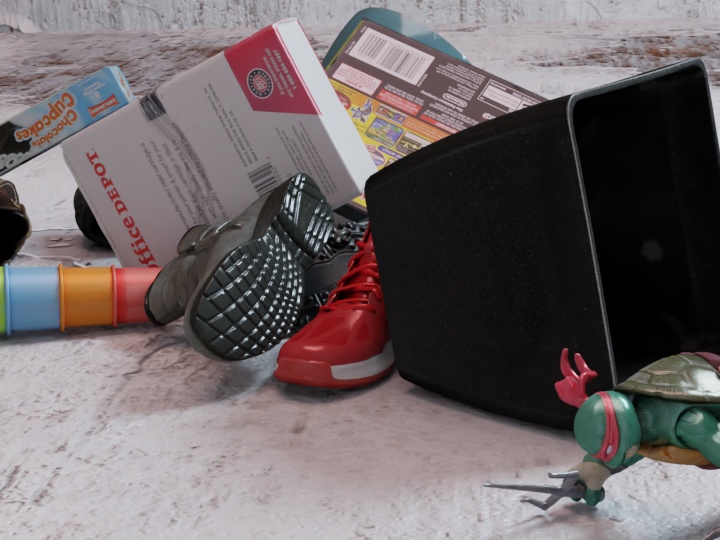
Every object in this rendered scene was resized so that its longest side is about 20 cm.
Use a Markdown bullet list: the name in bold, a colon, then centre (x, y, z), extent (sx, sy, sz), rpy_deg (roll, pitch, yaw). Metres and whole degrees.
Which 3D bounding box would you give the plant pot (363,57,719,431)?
- **plant pot**: centre (0.119, -0.015, 1.044), extent (0.177, 0.201, 0.200), rpy_deg (-5, 10, 37)

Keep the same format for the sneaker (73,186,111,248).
- **sneaker**: centre (-0.169, -0.081, 1.474), extent (0.199, 0.077, 0.114), rpy_deg (-28, 24, 1)

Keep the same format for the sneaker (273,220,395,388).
- **sneaker**: centre (0.000, 0.003, 1.109), extent (0.078, 0.116, 0.200), rpy_deg (4, 15, 23)

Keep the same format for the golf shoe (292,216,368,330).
- **golf shoe**: centre (0.000, 0.000, 1.245), extent (0.199, 0.078, 0.095), rpy_deg (-30, -18, -26)

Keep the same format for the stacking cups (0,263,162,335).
- **stacking cups**: centre (-0.240, 0.018, 1.197), extent (0.199, 0.061, 0.061), rpy_deg (-4, 14, -10)

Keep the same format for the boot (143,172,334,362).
- **boot**: centre (-0.101, 0.016, 1.138), extent (0.130, 0.068, 0.200), rpy_deg (-25, 20, 32)

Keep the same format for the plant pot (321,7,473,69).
- **plant pot**: centre (0.023, -0.129, 1.548), extent (0.135, 0.201, 0.200), rpy_deg (-48, 35, -21)

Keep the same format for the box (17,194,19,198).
- **box**: centre (-0.428, -0.034, 1.461), extent (0.159, 0.044, 0.200), rpy_deg (5, 16, 25)

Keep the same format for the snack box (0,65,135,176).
- **snack box**: centre (-0.278, -0.104, 1.313), extent (0.199, 0.037, 0.116), rpy_deg (-29, 10, -1)

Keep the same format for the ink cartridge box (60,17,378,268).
- **ink cartridge box**: centre (-0.109, -0.085, 1.271), extent (0.199, 0.145, 0.084), rpy_deg (-27, 7, 15)

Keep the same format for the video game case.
- **video game case**: centre (0.040, -0.114, 1.411), extent (0.199, 0.026, 0.181), rpy_deg (26, 65, 18)

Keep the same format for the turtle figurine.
- **turtle figurine**: centre (0.171, 0.090, 0.801), extent (0.199, 0.101, 0.150), rpy_deg (-1, 13, -21)

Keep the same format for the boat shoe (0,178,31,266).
- **boat shoe**: centre (-0.312, -0.029, 1.373), extent (0.070, 0.071, 0.200), rpy_deg (-13, 23, 8)
